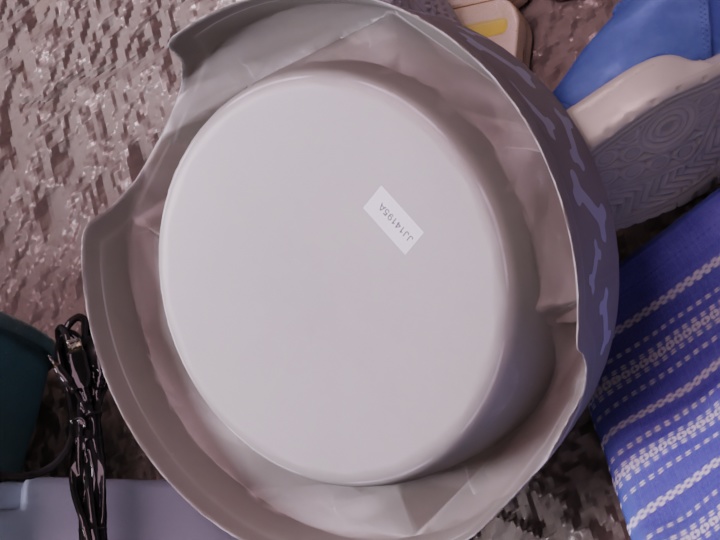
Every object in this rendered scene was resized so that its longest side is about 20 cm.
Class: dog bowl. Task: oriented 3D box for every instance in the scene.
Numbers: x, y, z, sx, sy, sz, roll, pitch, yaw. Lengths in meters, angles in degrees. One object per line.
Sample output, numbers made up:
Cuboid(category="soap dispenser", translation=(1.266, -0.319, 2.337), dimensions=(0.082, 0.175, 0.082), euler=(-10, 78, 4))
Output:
Cuboid(category="dog bowl", translation=(0.000, 0.000, 1.027), dimensions=(0.199, 0.059, 0.201), euler=(7, 103, 30))

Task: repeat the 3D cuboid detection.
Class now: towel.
Cuboid(category="towel", translation=(0.139, 0.034, 0.982), dimensions=(0.145, 0.024, 0.200), euler=(-38, 34, 18))

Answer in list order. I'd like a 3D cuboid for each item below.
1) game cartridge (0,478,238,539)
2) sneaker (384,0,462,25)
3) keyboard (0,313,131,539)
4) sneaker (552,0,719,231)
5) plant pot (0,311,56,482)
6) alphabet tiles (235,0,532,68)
Cuboid(category="game cartridge", translation=(-0.076, 0.172, 1.051), dimensions=(0.133, 0.041, 0.201), euler=(1, 64, 3))
Cuboid(category="sneaker", translation=(-0.007, -0.043, 1.116), dimensions=(0.115, 0.075, 0.200), euler=(-37, 63, 18))
Cuboid(category="keyboard", translation=(-0.143, 0.075, 1.051), dimensions=(0.126, 0.021, 0.201), euler=(0, 70, -8))
Cuboid(category="sneaker", translation=(0.118, -0.106, 1.058), dimensions=(0.200, 0.077, 0.111), euler=(-39, 56, 6))
Cuboid(category="plant pot", translation=(-0.232, 0.104, 1.157), dimensions=(0.199, 0.200, 0.189), euler=(1, 76, 37))
Cuboid(category="alphabet tiles", translation=(0.031, -0.153, 1.194), dimensions=(0.195, 0.015, 0.201), euler=(-8, 64, 34))
